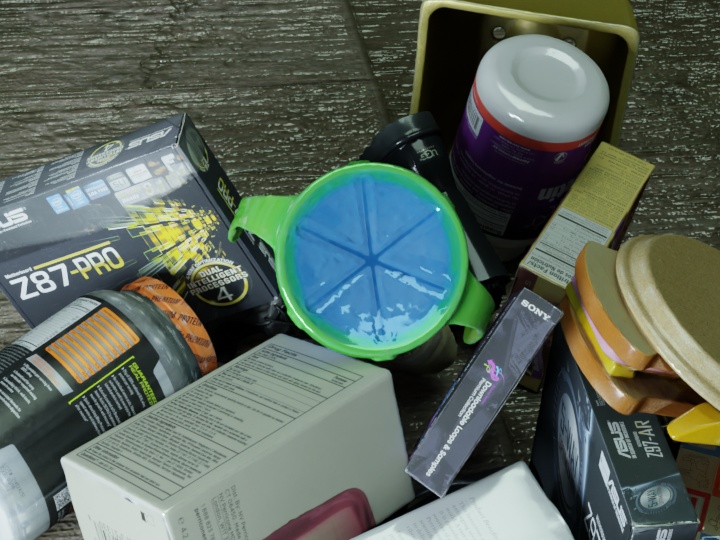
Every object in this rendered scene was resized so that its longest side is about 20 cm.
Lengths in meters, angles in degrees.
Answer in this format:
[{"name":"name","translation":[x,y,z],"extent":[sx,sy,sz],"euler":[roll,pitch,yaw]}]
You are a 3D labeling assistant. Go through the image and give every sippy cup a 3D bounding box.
[{"name":"sippy cup","translation":[0.000,0.000,1.079],"extent":[0.139,0.130,0.178],"euler":[-32,88,-11]}]

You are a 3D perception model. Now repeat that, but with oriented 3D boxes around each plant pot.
[{"name":"plant pot","translation":[0.158,-0.186,1.423],"extent":[0.193,0.196,0.200],"euler":[10,30,7]}]

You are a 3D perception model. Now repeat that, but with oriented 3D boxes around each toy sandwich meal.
[{"name":"toy sandwich meal","translation":[0.228,0.056,0.993],"extent":[0.205,0.070,0.205],"euler":[27,32,-19]}]

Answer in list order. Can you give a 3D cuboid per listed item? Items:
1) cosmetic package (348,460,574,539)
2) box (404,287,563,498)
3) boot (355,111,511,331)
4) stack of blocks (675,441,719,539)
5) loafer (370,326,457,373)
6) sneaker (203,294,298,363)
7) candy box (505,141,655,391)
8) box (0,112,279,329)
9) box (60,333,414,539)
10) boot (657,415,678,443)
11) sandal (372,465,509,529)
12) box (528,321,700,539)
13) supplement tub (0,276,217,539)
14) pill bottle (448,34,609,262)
[{"name":"cosmetic package","translation":[0.043,0.215,0.967],"extent":[0.199,0.071,0.102],"euler":[-21,60,-20]},{"name":"box","translation":[0.084,0.080,1.036],"extent":[0.036,0.143,0.200],"euler":[33,0,3]},{"name":"boot","translation":[0.051,-0.025,1.276],"extent":[0.076,0.200,0.169],"euler":[-19,79,-19]},{"name":"stack of blocks","translation":[0.282,0.136,1.045],"extent":[0.115,0.059,0.201],"euler":[12,63,16]},{"name":"loafer","translation":[0.004,0.039,1.215],"extent":[0.076,0.068,0.200],"euler":[-52,41,-5]},{"name":"sneaker","translation":[-0.056,0.007,1.197],"extent":[0.200,0.076,0.091],"euler":[-33,55,22]},{"name":"candy box","translation":[0.176,-0.006,1.243],"extent":[0.056,0.117,0.200],"euler":[27,44,13]},{"name":"box","translation":[-0.181,-0.019,1.134],"extent":[0.199,0.161,0.049],"euler":[-17,35,18]},{"name":"box","translation":[-0.080,0.143,1.018],"extent":[0.200,0.109,0.128],"euler":[-28,29,-34]},{"name":"boot","translation":[0.249,0.119,1.139],"extent":[0.154,0.072,0.200],"euler":[-7,41,-11]},{"name":"sandal","translation":[0.048,0.187,1.053],"extent":[0.200,0.043,0.076],"euler":[-19,45,-27]},{"name":"box","translation":[0.167,0.152,1.017],"extent":[0.043,0.161,0.200],"euler":[-2,40,-8]},{"name":"supplement tub","translation":[-0.206,0.096,1.063],"extent":[0.122,0.123,0.200],"euler":[33,54,31]},{"name":"pill bottle","translation":[0.134,-0.098,1.280],"extent":[0.112,0.200,0.113],"euler":[6,52,-8]}]
